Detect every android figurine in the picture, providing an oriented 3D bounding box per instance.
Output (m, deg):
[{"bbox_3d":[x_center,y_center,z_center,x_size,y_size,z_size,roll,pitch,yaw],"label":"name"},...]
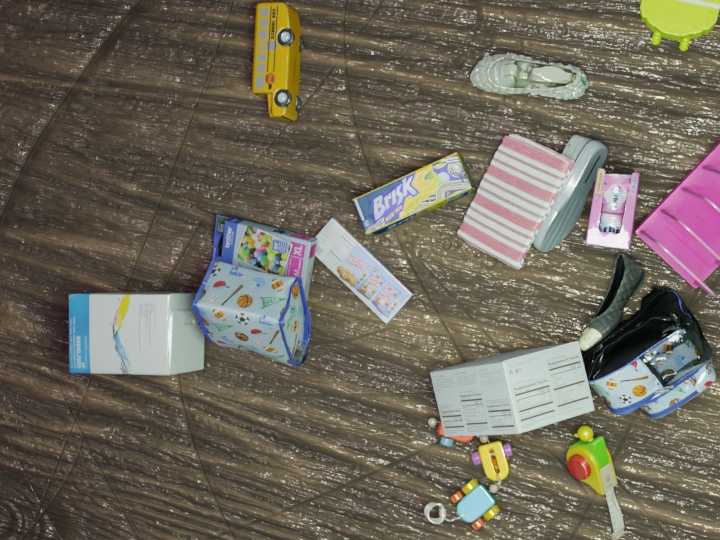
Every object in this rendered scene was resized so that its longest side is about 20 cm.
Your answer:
[{"bbox_3d":[0.524,-0.456,1.569,0.181,0.041,0.201,14,93,15],"label":"android figurine"}]

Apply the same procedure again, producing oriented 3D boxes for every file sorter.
[{"bbox_3d":[0.553,-0.077,1.495,0.139,0.125,0.200,41,100,-7],"label":"file sorter"}]

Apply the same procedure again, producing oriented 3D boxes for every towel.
[{"bbox_3d":[0.256,-0.116,1.615,0.146,0.030,0.201,34,102,43],"label":"towel"}]

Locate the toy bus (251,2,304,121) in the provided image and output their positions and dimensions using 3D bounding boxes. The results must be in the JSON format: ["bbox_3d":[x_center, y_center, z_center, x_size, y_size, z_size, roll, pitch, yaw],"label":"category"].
[{"bbox_3d":[-0.148,-0.370,1.739,0.078,0.065,0.201,3,90,16],"label":"toy bus"}]

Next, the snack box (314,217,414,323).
[{"bbox_3d":[0.000,0.000,1.716,0.200,0.024,0.072,44,101,12],"label":"snack box"}]

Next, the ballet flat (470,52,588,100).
[{"bbox_3d":[0.279,-0.329,1.623,0.199,0.072,0.072,8,92,16],"label":"ballet flat"}]

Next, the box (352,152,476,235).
[{"bbox_3d":[0.092,-0.129,1.672,0.199,0.064,0.070,-24,83,14],"label":"box"}]

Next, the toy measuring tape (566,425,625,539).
[{"bbox_3d":[0.382,0.344,1.597,0.073,0.074,0.201,-13,104,15],"label":"toy measuring tape"}]

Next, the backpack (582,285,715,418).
[{"bbox_3d":[0.445,0.138,1.521,0.190,0.200,0.154,-31,95,16],"label":"backpack"}]

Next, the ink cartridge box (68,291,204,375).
[{"bbox_3d":[-0.400,0.111,1.761,0.199,0.147,0.145,0,89,16],"label":"ink cartridge box"}]

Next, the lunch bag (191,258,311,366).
[{"bbox_3d":[-0.180,0.084,1.690,0.169,0.200,0.124,12,56,15],"label":"lunch bag"}]

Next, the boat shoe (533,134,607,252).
[{"bbox_3d":[0.334,-0.128,1.613,0.067,0.073,0.200,37,100,40],"label":"boat shoe"}]

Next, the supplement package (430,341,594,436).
[{"bbox_3d":[0.236,0.188,1.536,0.200,0.155,0.111,-18,83,59],"label":"supplement package"}]

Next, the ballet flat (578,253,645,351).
[{"bbox_3d":[0.390,0.053,1.547,0.057,0.066,0.200,42,56,-3],"label":"ballet flat"}]

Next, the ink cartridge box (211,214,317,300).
[{"bbox_3d":[-0.182,-0.021,1.746,0.199,0.042,0.120,15,108,17],"label":"ink cartridge box"}]

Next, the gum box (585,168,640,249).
[{"bbox_3d":[0.394,-0.092,1.518,0.066,0.200,0.114,8,93,15],"label":"gum box"}]

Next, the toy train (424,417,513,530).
[{"bbox_3d":[0.180,0.333,1.651,0.150,0.056,0.201,10,89,16],"label":"toy train"}]
